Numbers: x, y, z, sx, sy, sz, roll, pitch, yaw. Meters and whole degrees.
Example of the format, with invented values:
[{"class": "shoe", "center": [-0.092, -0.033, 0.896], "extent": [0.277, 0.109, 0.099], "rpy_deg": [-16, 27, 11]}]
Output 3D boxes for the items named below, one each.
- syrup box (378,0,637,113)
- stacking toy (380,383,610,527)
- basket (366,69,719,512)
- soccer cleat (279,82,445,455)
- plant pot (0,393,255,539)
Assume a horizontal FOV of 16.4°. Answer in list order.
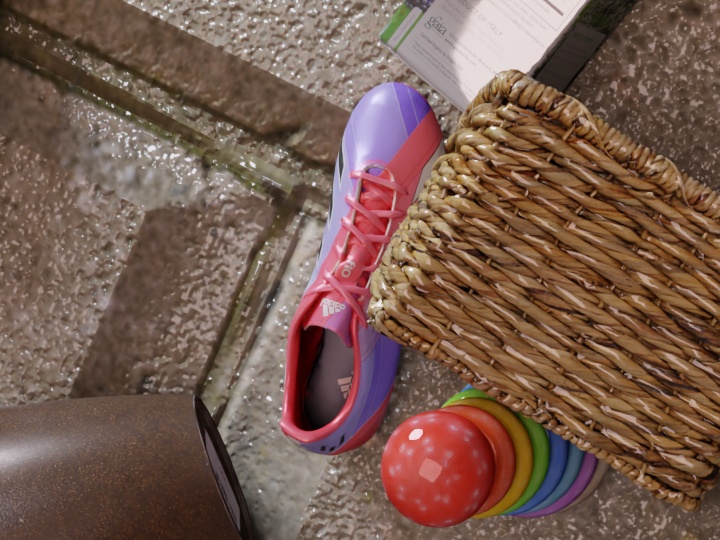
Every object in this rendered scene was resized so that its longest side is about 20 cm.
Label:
[{"class": "syrup box", "center": [0.108, -0.170, 1.282], "extent": [0.081, 0.079, 0.200], "rpy_deg": [41, 103, 15]}, {"class": "stacking toy", "center": [0.064, 0.091, 1.233], "extent": [0.085, 0.200, 0.086], "rpy_deg": [1, 93, 19]}, {"class": "basket", "center": [0.124, -0.006, 1.232], "extent": [0.199, 0.143, 0.150], "rpy_deg": [30, 109, -1]}, {"class": "soccer cleat", "center": [0.000, 0.000, 1.321], "extent": [0.066, 0.076, 0.202], "rpy_deg": [15, 95, 18]}, {"class": "plant pot", "center": [-0.163, 0.146, 1.338], "extent": [0.199, 0.187, 0.188], "rpy_deg": [-21, 84, 3]}]
